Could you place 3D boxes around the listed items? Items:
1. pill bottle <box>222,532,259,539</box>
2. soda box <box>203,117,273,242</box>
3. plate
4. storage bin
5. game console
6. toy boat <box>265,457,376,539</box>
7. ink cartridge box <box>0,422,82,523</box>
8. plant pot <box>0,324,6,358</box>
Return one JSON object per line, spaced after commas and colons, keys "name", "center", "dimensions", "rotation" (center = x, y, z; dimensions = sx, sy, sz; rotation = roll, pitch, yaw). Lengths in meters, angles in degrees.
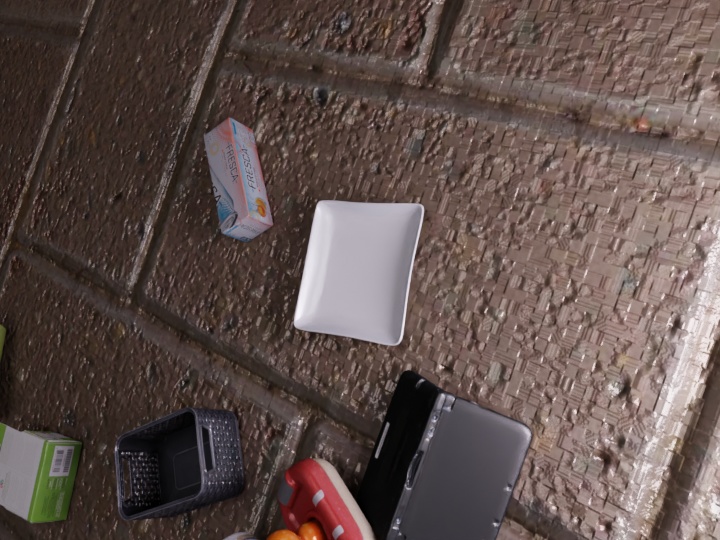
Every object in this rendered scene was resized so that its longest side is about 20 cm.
{"name": "pill bottle", "center": [-0.124, 0.457, 0.995], "dimensions": [0.199, 0.115, 0.117], "rotation": [23, 92, 38]}
{"name": "soda box", "center": [-0.210, -0.155, 1.247], "dimensions": [0.068, 0.063, 0.202], "rotation": [-28, 63, 27]}
{"name": "plate", "center": [0.000, 0.000, 1.074], "dimensions": [0.197, 0.032, 0.203], "rotation": [6, 81, 36]}
{"name": "storage bin", "center": [-0.291, 0.310, 1.169], "dimensions": [0.198, 0.093, 0.137], "rotation": [-25, 65, 28]}
{"name": "game console", "center": [0.100, 0.256, 0.945], "dimensions": [0.176, 0.115, 0.203], "rotation": [20, 90, 67]}
{"name": "toy boat", "center": [-0.067, 0.354, 0.954], "dimensions": [0.200, 0.129, 0.132], "rotation": [51, 135, 34]}
{"name": "ink cartridge box", "center": [-0.639, 0.383, 1.416], "dimensions": [0.198, 0.075, 0.150], "rotation": [6, 82, 38]}
{"name": "plant pot", "center": [-0.851, 0.198, 1.566], "dimensions": [0.198, 0.200, 0.193], "rotation": [-6, 61, 34]}
